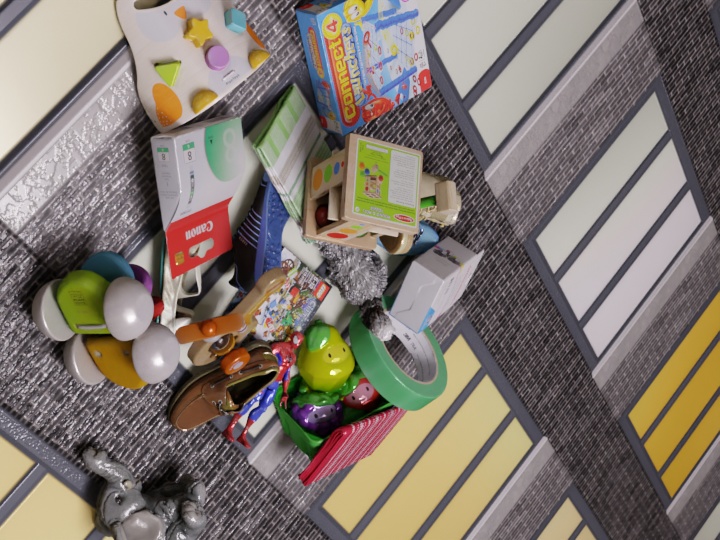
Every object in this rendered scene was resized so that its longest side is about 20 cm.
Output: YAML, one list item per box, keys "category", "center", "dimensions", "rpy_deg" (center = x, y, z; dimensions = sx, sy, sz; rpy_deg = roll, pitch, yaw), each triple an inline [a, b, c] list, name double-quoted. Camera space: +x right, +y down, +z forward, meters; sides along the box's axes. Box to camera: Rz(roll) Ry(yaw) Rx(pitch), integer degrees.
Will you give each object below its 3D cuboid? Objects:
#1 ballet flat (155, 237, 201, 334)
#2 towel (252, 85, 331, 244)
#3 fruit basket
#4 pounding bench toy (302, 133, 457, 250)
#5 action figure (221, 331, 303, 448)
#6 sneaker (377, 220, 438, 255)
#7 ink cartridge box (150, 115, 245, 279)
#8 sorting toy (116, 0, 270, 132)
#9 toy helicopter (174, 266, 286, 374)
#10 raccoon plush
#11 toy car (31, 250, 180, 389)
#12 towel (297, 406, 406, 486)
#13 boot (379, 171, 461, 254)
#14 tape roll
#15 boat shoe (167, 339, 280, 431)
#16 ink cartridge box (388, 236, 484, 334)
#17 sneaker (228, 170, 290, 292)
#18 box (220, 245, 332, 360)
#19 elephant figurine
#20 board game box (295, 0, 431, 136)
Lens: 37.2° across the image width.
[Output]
- category: "ballet flat"
  center: [-0.268, 0.046, 1.570]
  dimensions: [0.061, 0.068, 0.203]
  rpy_deg: [8, 106, -2]
- category: "towel"
  center: [-0.093, -0.160, 1.642]
  dimensions: [0.201, 0.030, 0.150]
  rpy_deg: [61, 38, -37]
- category: "fruit basket"
  center: [-0.043, 0.192, 1.800]
  dimensions: [0.214, 0.155, 0.217]
  rpy_deg: [-30, 144, -25]
- category: "pounding bench toy"
  center: [0.029, -0.105, 1.614]
  dimensions: [0.198, 0.156, 0.126]
  rpy_deg: [11, 75, -27]
- category: "action figure"
  center: [-0.147, 0.187, 1.710]
  dimensions: [0.065, 0.051, 0.202]
  rpy_deg: [32, 84, -41]
- category: "sneaker"
  center: [0.068, -0.057, 1.815]
  dimensions: [0.199, 0.089, 0.079]
  rpy_deg: [11, 101, -46]
- category: "ink cartridge box"
  center: [-0.219, -0.106, 1.513]
  dimensions: [0.161, 0.049, 0.203]
  rpy_deg: [-33, 120, -57]
- category: "sorting toy"
  center: [-0.234, -0.320, 1.447]
  dimensions: [0.200, 0.106, 0.181]
  rpy_deg: [-43, 112, -19]
- category: "toy helicopter"
  center: [-0.184, 0.067, 1.560]
  dimensions: [0.200, 0.079, 0.132]
  rpy_deg: [-46, 159, 20]
- category: "raccoon plush"
  center: [0.000, 0.000, 1.720]
  dimensions: [0.096, 0.200, 0.134]
  rpy_deg: [-38, 144, -5]
- category: "toy car"
  center: [-0.335, 0.060, 1.476]
  dimensions: [0.201, 0.173, 0.151]
  rpy_deg: [66, 33, -37]
- category: "towel"
  center: [-0.008, 0.287, 1.800]
  dimensions: [0.199, 0.023, 0.145]
  rpy_deg: [-13, 145, -53]
- category: "boot"
  center: [0.098, -0.096, 1.747]
  dimensions: [0.154, 0.202, 0.073]
  rpy_deg: [18, 132, -30]
- category: "tape roll"
  center: [0.067, 0.140, 1.834]
  dimensions: [0.048, 0.202, 0.199]
  rpy_deg: [-38, 143, 29]
- category: "boat shoe"
  center: [-0.213, 0.188, 1.652]
  dimensions: [0.199, 0.068, 0.072]
  rpy_deg: [-40, 135, 5]
- category: "ink cartridge box"
  center: [0.136, 0.017, 1.877]
  dimensions: [0.200, 0.067, 0.116]
  rpy_deg: [-32, 151, -58]
- category: "sneaker"
  center: [-0.156, -0.066, 1.631]
  dimensions: [0.070, 0.077, 0.203]
  rpy_deg: [30, 65, -55]
- category: "box"
  center: [-0.146, 0.072, 1.717]
  dimensions: [0.136, 0.038, 0.201]
  rpy_deg: [39, 81, -44]
- category: "elephant figurine"
  center: [-0.345, 0.368, 1.627]
  dimensions: [0.198, 0.157, 0.141]
  rpy_deg: [10, 145, -33]
- category: "board game box"
  center: [0.010, -0.343, 1.663]
  dimensions: [0.195, 0.056, 0.202]
  rpy_deg: [-33, 127, -27]
